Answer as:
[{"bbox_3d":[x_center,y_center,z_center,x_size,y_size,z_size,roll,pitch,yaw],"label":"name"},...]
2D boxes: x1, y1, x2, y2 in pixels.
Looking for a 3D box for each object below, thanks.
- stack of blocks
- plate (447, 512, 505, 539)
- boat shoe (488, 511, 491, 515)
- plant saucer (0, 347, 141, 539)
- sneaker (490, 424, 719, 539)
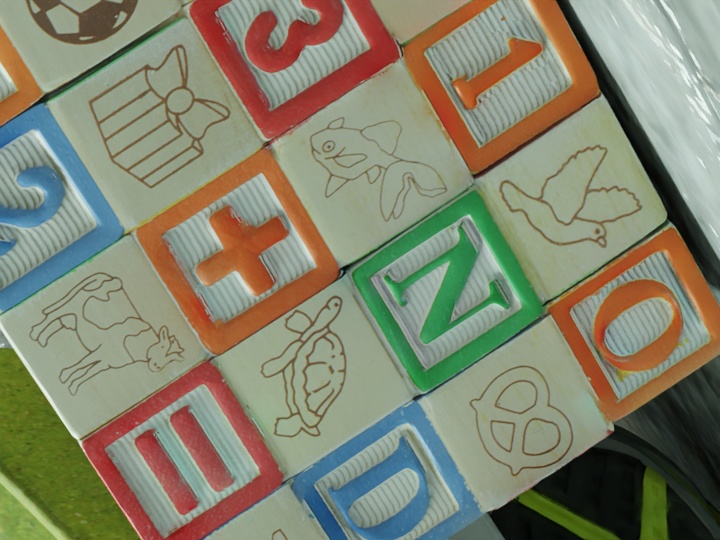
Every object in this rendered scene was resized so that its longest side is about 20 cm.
[{"bbox_3d":[-0.031,-0.042,0.508,0.201,0.115,0.059,58,176,-23],"label":"stack of blocks"},{"bbox_3d":[0.026,0.128,0.722,0.200,0.032,0.200,56,163,-3],"label":"plate"},{"bbox_3d":[0.068,0.152,0.796,0.200,0.093,0.075,46,-139,-16],"label":"boat shoe"},{"bbox_3d":[-0.012,0.112,0.648,0.200,0.048,0.200,34,156,50],"label":"plant saucer"},{"bbox_3d":[0.101,0.120,0.721,0.201,0.075,0.076,62,-167,-12],"label":"sneaker"}]
